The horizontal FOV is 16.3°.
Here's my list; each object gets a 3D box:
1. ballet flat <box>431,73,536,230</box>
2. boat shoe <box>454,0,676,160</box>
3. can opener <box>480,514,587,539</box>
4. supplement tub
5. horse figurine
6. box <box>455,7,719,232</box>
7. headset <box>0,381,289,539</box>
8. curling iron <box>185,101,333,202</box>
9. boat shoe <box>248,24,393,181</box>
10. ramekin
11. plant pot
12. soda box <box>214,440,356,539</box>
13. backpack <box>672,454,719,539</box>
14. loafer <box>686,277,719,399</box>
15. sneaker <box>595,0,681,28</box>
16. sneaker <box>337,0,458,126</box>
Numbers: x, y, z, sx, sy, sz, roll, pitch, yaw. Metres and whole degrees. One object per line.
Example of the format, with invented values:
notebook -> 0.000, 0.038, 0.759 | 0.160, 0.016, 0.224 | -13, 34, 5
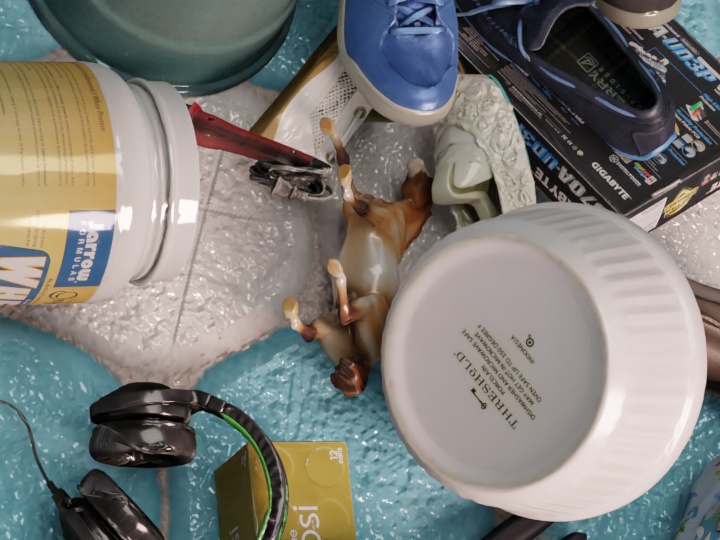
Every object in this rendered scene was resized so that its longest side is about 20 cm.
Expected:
ballet flat -> 0.082, -0.034, 1.642 | 0.071, 0.072, 0.201 | -13, 83, -29
boat shoe -> 0.137, -0.161, 1.649 | 0.200, 0.069, 0.084 | 39, 78, 18
can opener -> 0.072, 0.198, 1.565 | 0.199, 0.079, 0.064 | -20, 84, -43
supplement tub -> -0.209, -0.051, 1.485 | 0.199, 0.145, 0.145 | -2, 70, -25
horse figurine -> 0.000, 0.000, 1.596 | 0.050, 0.133, 0.201 | -3, 62, 22
box -> 0.162, -0.122, 1.711 | 0.159, 0.046, 0.200 | -30, 65, -31
headset -> -0.141, 0.118, 1.465 | 0.199, 0.094, 0.124 | 18, 79, 10
curling iron -> -0.103, -0.089, 1.567 | 0.199, 0.026, 0.050 | 26, 18, 22
boat shoe -> 0.001, -0.125, 1.662 | 0.069, 0.071, 0.200 | 44, 62, -10
ramekin -> 0.103, 0.056, 1.539 | 0.094, 0.202, 0.203 | 3, 64, -59
plant pot -> -0.097, -0.240, 1.585 | 0.199, 0.196, 0.201 | 9, 67, -21
soda box -> -0.040, 0.206, 1.505 | 0.067, 0.064, 0.201 | 2, 68, -23
backpack -> 0.294, 0.202, 1.616 | 0.183, 0.147, 0.201 | 32, 57, -12
loafer -> 0.204, 0.045, 1.679 | 0.199, 0.073, 0.071 | 30, 47, 0
sneaker -> 0.142, -0.253, 1.708 | 0.200, 0.107, 0.075 | 31, 48, 33
sneaker -> 0.029, -0.198, 1.591 | 0.076, 0.111, 0.201 | 2, 58, -13
